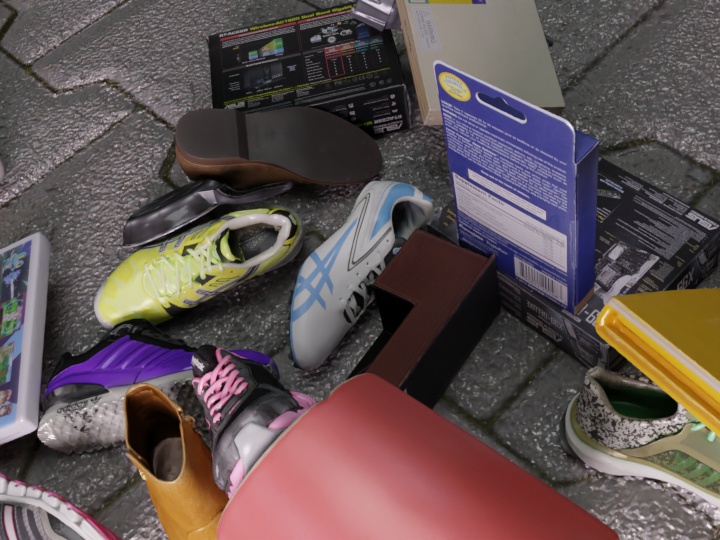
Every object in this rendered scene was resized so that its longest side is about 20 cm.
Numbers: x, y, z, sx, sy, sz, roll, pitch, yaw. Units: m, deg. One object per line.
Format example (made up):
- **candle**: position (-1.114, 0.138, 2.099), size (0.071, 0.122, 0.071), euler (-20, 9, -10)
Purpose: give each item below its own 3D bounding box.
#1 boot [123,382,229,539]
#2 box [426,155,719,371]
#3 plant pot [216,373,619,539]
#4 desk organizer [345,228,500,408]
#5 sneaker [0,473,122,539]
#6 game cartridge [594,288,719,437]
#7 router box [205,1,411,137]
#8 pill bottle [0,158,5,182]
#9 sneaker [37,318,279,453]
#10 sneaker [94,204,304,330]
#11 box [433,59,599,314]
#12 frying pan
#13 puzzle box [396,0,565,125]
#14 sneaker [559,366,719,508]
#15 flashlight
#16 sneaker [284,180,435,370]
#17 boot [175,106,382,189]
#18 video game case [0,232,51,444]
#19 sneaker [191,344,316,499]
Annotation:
- **boot**: position (-0.102, 0.179, 0.633), size (0.070, 0.145, 0.201), euler (-31, 53, -13)
- **box**: position (0.180, -0.025, 0.799), size (0.157, 0.050, 0.199), euler (-41, 56, -20)
- **plant pot**: position (0.023, 0.172, 0.559), size (0.177, 0.201, 0.200), euler (41, 68, 19)
- **desk organizer**: position (0.028, 0.066, 0.745), size (0.076, 0.072, 0.201), euler (23, 59, 29)
- **sneaker**: position (-0.262, 0.204, 0.693), size (0.197, 0.074, 0.088), euler (14, 62, 20)
- **game cartridge**: position (0.277, 0.075, 0.643), size (0.198, 0.033, 0.176), euler (0, 35, -46)
- **router box**: position (-0.056, -0.196, 0.972), size (0.197, 0.062, 0.151), euler (-12, 51, 2)
- **pill bottle**: position (-0.462, -0.074, 0.922), size (0.112, 0.113, 0.200), euler (30, 63, 30)
- **sneaker**: position (-0.167, 0.078, 0.773), size (0.197, 0.070, 0.100), euler (-11, 48, 2)
- **sneaker**: position (-0.142, -0.010, 0.820), size (0.198, 0.076, 0.076), euler (-28, 85, -9)
- **box**: position (0.115, -0.063, 0.681), size (0.121, 0.201, 0.032), euler (34, 67, 32)
- **frying pan**: position (-0.152, -0.055, 0.840), size (0.114, 0.031, 0.189), euler (-34, 17, -29)
- **puzzle box**: position (0.105, -0.226, 0.879), size (0.131, 0.025, 0.202), euler (-3, 64, -13)
- **sneaker**: position (0.238, 0.111, 0.655), size (0.197, 0.089, 0.078), euler (7, 54, 16)
- **flashlight**: position (0.088, -0.236, 0.927), size (0.198, 0.068, 0.069), euler (22, 58, -6)
- **sneaker**: position (0.000, 0.000, 0.800), size (0.072, 0.072, 0.201), euler (11, 55, 32)
- **boot**: position (-0.079, -0.110, 0.909), size (0.197, 0.076, 0.075), euler (5, 67, -11)
- **video game case**: position (-0.352, 0.078, 0.813), size (0.180, 0.023, 0.202), euler (-22, 49, 13)
- **sneaker**: position (-0.083, 0.091, 0.629), size (0.079, 0.200, 0.095), euler (-44, 90, -6)
